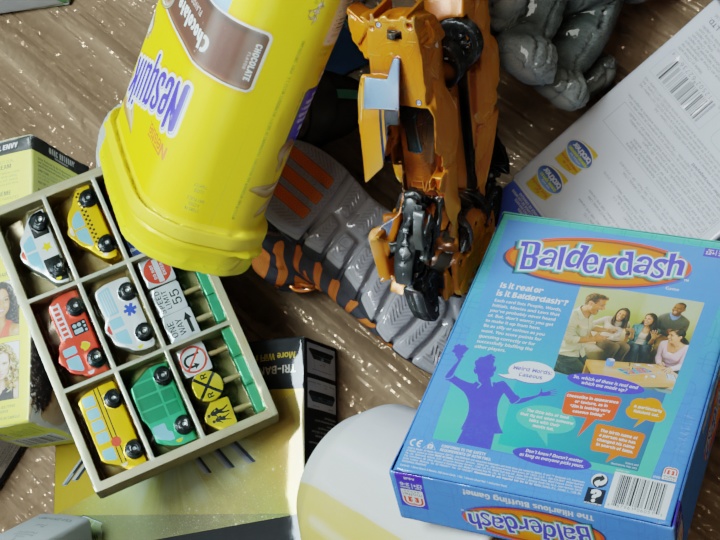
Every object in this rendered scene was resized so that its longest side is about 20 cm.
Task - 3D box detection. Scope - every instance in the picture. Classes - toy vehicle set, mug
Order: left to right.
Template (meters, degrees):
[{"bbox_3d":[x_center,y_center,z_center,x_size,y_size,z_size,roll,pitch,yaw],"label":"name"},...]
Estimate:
[{"bbox_3d":[-0.147,0.030,0.991,0.124,0.027,0.201,-23,74,-9],"label":"toy vehicle set"},{"bbox_3d":[0.031,0.161,0.900,0.153,0.186,0.150,25,133,37],"label":"mug"}]

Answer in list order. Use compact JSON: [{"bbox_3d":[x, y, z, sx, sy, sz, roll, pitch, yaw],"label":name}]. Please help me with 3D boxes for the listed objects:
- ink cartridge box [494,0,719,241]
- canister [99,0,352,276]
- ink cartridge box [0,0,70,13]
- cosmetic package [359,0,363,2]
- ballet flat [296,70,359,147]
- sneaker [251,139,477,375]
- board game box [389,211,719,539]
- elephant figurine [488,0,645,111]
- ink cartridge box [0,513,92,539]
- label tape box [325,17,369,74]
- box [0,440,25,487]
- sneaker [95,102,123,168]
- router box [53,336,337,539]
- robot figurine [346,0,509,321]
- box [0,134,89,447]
[{"bbox_3d":[0.181,-0.055,0.942,0.200,0.042,0.120,-40,64,11],"label":"ink cartridge box"},{"bbox_3d":[-0.076,-0.121,0.888,0.201,0.086,0.149,-65,28,25],"label":"canister"},{"bbox_3d":[-0.285,-0.318,1.176,0.084,0.146,0.202,-3,76,27],"label":"ink cartridge box"},{"bbox_3d":[-0.050,-0.269,1.017,0.081,0.200,0.113,-49,60,7],"label":"cosmetic package"},{"bbox_3d":[-0.055,-0.095,1.043,0.200,0.068,0.069,-4,94,60],"label":"ballet flat"},{"bbox_3d":[0.000,0.000,1.004,0.200,0.112,0.078,45,70,-3],"label":"sneaker"},{"bbox_3d":[0.121,0.059,0.842,0.151,0.045,0.201,9,49,22],"label":"board game box"},{"bbox_3d":[0.151,-0.208,0.945,0.155,0.141,0.200,41,104,13],"label":"elephant figurine"},{"bbox_3d":[-0.228,0.274,0.960,0.043,0.173,0.202,1,101,27],"label":"ink cartridge box"},{"bbox_3d":[-0.068,-0.184,1.036,0.063,0.144,0.200,-46,63,10],"label":"label tape box"},{"bbox_3d":[-0.281,0.038,1.144,0.157,0.051,0.201,34,94,26],"label":"box"},{"bbox_3d":[-0.155,-0.020,1.069,0.071,0.073,0.202,-1,69,18],"label":"sneaker"},{"bbox_3d":[-0.112,0.134,1.037,0.199,0.052,0.159,-8,75,25],"label":"router box"},{"bbox_3d":[0.041,-0.073,0.889,0.058,0.145,0.201,11,125,24],"label":"robot figurine"},{"bbox_3d":[-0.223,0.015,1.052,0.050,0.075,0.202,-11,72,21],"label":"box"}]
